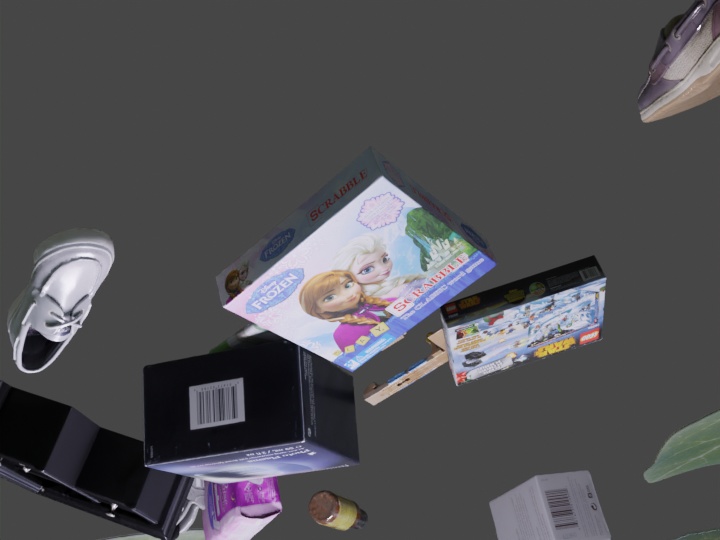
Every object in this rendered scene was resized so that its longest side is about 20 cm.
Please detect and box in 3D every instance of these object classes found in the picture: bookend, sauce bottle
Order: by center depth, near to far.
[{"bbox_3d":[-0.320,0.224,1.108,0.197,0.093,0.199,15,158,14],"label":"bookend"},{"bbox_3d":[-0.037,0.479,1.880,0.065,0.067,0.200,-21,151,14],"label":"sauce bottle"}]

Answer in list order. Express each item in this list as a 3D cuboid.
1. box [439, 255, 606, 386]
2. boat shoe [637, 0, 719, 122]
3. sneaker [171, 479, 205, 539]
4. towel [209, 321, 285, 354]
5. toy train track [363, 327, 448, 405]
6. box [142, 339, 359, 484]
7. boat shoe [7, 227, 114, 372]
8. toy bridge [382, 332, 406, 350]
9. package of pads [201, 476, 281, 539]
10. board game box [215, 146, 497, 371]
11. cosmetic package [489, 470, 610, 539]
[{"bbox_3d":[0.200,0.064,1.172,0.197,0.040,0.138,-17,142,-2],"label":"box"},{"bbox_3d":[0.266,-0.173,0.752,0.071,0.066,0.200,-21,173,-4],"label":"boat shoe"},{"bbox_3d":[-0.325,0.363,1.453,0.198,0.117,0.075,-20,153,12],"label":"sneaker"},{"bbox_3d":[-0.062,0.063,1.102,0.148,0.031,0.199,16,143,-42],"label":"towel"},{"bbox_3d":[0.086,0.112,1.243,0.199,0.033,0.114,-34,139,18],"label":"toy train track"},{"bbox_3d":[-0.124,0.176,1.138,0.197,0.125,0.198,-11,160,15],"label":"box"},{"bbox_3d":[-0.280,0.033,0.879,0.071,0.069,0.199,10,145,-39],"label":"boat shoe"},{"bbox_3d":[0.014,0.013,0.998,0.067,0.027,0.201,-30,142,1],"label":"toy bridge"},{"bbox_3d":[-0.193,0.359,1.505,0.075,0.122,0.200,0,151,-27],"label":"package of pads"},{"bbox_3d":[0.000,0.000,0.915,0.199,0.041,0.199,-38,138,20],"label":"board game box"},{"bbox_3d":[0.428,0.570,2.178,0.163,0.167,0.200,2,151,-29],"label":"cosmetic package"}]
